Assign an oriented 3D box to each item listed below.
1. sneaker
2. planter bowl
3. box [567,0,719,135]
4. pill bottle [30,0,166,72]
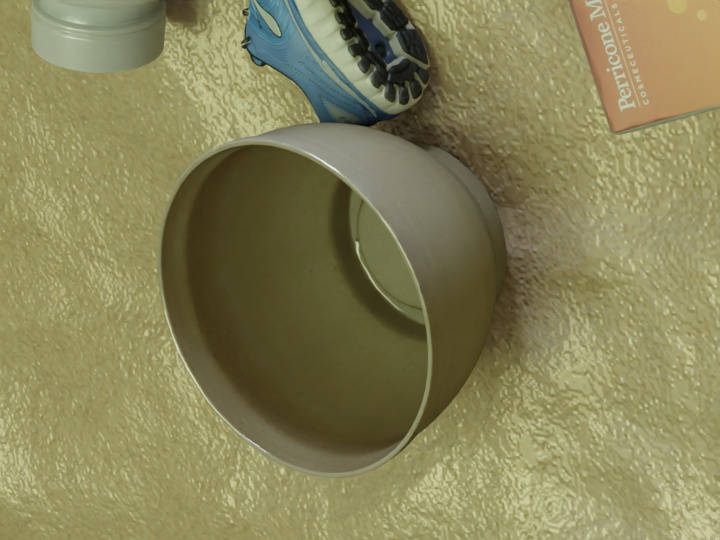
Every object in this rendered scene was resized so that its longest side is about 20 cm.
[{"bbox_3d":[-0.047,-0.163,1.655,0.089,0.078,0.201,-35,84,42],"label":"sneaker"},{"bbox_3d":[0.000,0.000,1.643,0.199,0.135,0.201,18,121,33],"label":"planter bowl"},{"bbox_3d":[0.203,-0.169,1.377,0.199,0.106,0.153,-15,98,30],"label":"box"},{"bbox_3d":[-0.153,-0.225,1.698,0.111,0.111,0.201,25,124,32],"label":"pill bottle"}]
